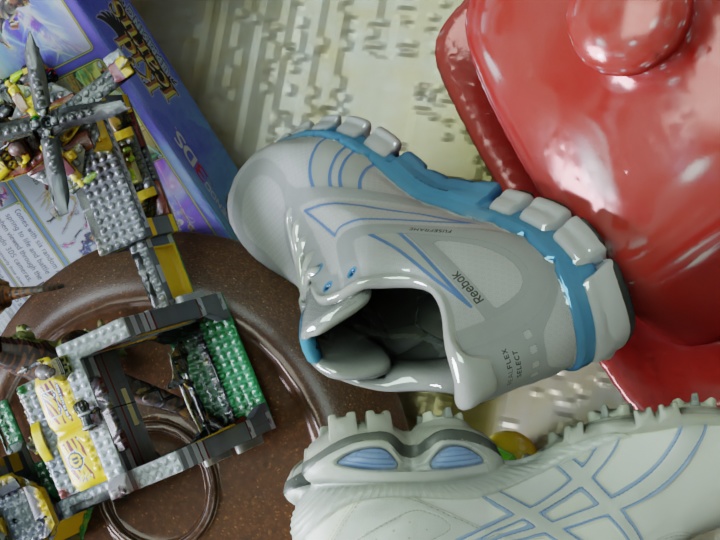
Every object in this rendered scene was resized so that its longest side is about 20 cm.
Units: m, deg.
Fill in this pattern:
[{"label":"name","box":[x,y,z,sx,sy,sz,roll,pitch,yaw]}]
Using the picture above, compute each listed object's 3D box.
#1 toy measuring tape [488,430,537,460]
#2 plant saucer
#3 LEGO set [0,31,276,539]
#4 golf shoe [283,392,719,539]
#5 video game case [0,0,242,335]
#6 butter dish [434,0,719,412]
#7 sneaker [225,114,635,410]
[{"label":"toy measuring tape","box":[0.008,0.140,0.805,0.073,0.074,0.200,24,59,29]},{"label":"plant saucer","box":[-0.077,0.086,0.878,0.199,0.034,0.202,2,95,18]},{"label":"LEGO set","box":[-0.127,0.021,0.808,0.153,0.116,0.201,-14,90,18]},{"label":"golf shoe","box":[0.075,0.098,0.762,0.198,0.078,0.098,-4,69,-7]},{"label":"video game case","box":[-0.167,-0.061,0.907,0.180,0.046,0.201,-22,113,24]},{"label":"butter dish","box":[0.117,-0.075,0.764,0.199,0.148,0.201,-35,67,18]},{"label":"sneaker","box":[0.000,0.000,0.786,0.199,0.086,0.075,19,132,50]}]
